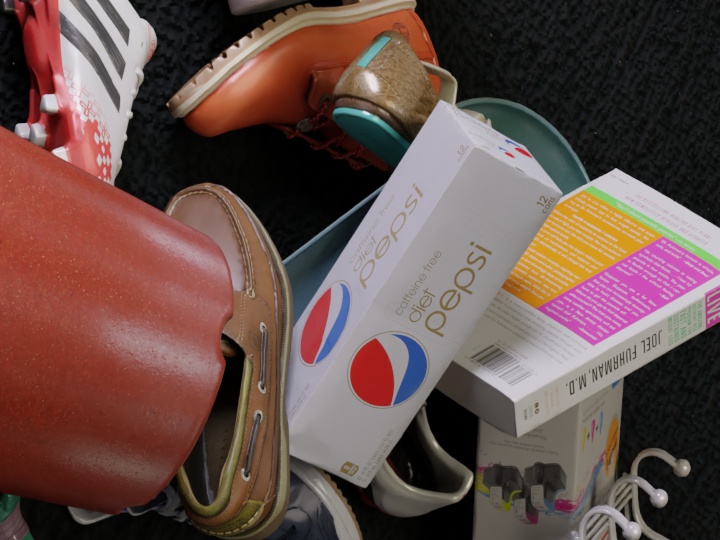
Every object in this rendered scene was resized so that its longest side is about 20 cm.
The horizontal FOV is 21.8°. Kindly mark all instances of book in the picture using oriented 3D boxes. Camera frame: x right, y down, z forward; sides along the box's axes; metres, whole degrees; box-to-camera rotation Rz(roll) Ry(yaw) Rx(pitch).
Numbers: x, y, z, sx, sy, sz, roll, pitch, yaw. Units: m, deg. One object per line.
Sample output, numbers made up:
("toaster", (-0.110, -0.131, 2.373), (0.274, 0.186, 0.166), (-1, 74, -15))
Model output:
("book", (0.123, 0.017, 1.097), (0.199, 0.133, 0.048), (-25, 125, -28))

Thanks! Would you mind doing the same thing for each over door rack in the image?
("over door rack", (0.164, 0.224, 1.137), (0.148, 0.066, 0.202), (-23, 122, -66))

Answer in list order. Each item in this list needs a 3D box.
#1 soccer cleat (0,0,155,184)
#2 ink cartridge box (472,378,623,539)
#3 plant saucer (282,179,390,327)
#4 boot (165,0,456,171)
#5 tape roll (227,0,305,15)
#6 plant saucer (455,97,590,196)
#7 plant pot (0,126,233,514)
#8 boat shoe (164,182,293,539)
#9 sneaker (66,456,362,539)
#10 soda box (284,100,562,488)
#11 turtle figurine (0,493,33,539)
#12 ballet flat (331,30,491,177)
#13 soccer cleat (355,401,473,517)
("soccer cleat", (-0.148, -0.099, 1.025), (0.085, 0.068, 0.202), (-6, 84, -36))
("ink cartridge box", (0.118, 0.133, 1.167), (0.115, 0.067, 0.202), (-27, 122, -65))
("plant saucer", (0.000, 0.000, 1.058), (0.199, 0.019, 0.070), (-37, 110, 5))
("boot", (-0.022, -0.103, 1.120), (0.199, 0.075, 0.108), (-24, 87, -38))
("tape roll", (0.009, -0.211, 1.094), (0.201, 0.201, 0.072), (-22, 97, -39))
("plant saucer", (0.084, -0.012, 1.236), (0.199, 0.036, 0.202), (6, 81, -39))
("plant pot", (-0.179, 0.021, 0.894), (0.194, 0.200, 0.203), (23, 70, -30))
("boat shoe", (-0.075, 0.040, 0.985), (0.068, 0.071, 0.202), (44, 32, -65))
("sneaker", (-0.089, 0.127, 1.049), (0.200, 0.070, 0.109), (49, 52, -16))
("soda box", (0.023, 0.014, 1.017), (0.063, 0.068, 0.201), (26, 106, -25))
("turtle figurine", (-0.147, 0.215, 0.974), (0.200, 0.101, 0.150), (45, 42, -9))
("ballet flat", (0.043, -0.077, 1.106), (0.200, 0.067, 0.073), (47, 63, -53))
("soccer cleat", (-0.007, 0.071, 1.116), (0.201, 0.085, 0.069), (53, 56, -22))
